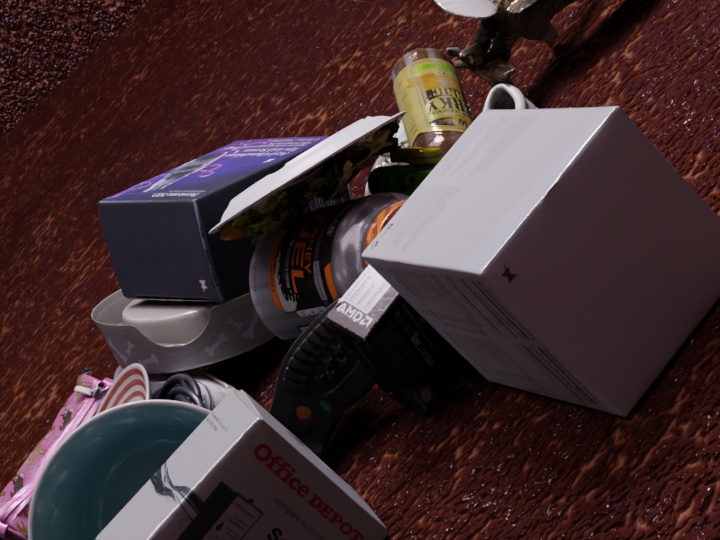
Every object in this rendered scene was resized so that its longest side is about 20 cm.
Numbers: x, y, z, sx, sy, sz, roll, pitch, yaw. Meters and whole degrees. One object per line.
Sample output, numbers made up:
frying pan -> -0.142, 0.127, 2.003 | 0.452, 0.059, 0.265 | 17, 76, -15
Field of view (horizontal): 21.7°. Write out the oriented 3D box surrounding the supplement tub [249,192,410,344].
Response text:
supplement tub -> 0.000, 0.000, 1.619 | 0.200, 0.123, 0.123 | -13, 38, 57

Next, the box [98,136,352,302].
box -> -0.127, -0.051, 1.834 | 0.148, 0.104, 0.200 | 1, 21, 43

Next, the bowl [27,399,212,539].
bowl -> -0.156, 0.198, 1.494 | 0.201, 0.201, 0.105 | -46, 1, 1

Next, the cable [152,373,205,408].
cable -> -0.171, 0.172, 1.675 | 0.200, 0.051, 0.163 | -39, 37, 55

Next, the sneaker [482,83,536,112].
sneaker -> 0.118, -0.088, 1.622 | 0.073, 0.071, 0.200 | -35, 24, 29

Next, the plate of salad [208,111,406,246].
plate of salad -> -0.041, -0.076, 1.622 | 0.200, 0.048, 0.200 | -32, 1, 1

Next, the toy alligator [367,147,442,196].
toy alligator -> 0.049, -0.074, 1.625 | 0.054, 0.059, 0.200 | -6, 7, -20

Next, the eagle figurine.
eagle figurine -> 0.170, -0.260, 1.778 | 0.200, 0.152, 0.151 | -51, 0, 1

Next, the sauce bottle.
sauce bottle -> 0.076, -0.119, 1.719 | 0.065, 0.065, 0.200 | -38, 44, 23

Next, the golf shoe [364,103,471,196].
golf shoe -> 0.046, -0.088, 1.802 | 0.097, 0.078, 0.200 | -52, 5, 45

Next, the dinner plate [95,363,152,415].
dinner plate -> -0.223, 0.182, 1.691 | 0.200, 0.024, 0.200 | -51, 27, 39

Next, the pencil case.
pencil case -> -0.302, 0.197, 1.902 | 0.083, 0.087, 0.200 | 3, 54, 53

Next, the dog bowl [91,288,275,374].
dog bowl -> -0.158, 0.042, 1.837 | 0.200, 0.059, 0.200 | -14, 14, 4

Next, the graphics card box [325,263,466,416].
graphics card box -> 0.071, 0.002, 1.466 | 0.051, 0.125, 0.200 | 28, 74, 37

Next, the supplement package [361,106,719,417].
supplement package -> 0.134, -0.011, 1.328 | 0.152, 0.151, 0.200 | -50, 20, -12

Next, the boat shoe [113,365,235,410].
boat shoe -> -0.177, 0.123, 1.817 | 0.200, 0.066, 0.072 | -5, 86, 59

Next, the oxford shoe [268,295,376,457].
oxford shoe -> -0.032, 0.088, 1.538 | 0.200, 0.073, 0.084 | -57, 4, 22

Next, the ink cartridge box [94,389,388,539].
ink cartridge box -> -0.100, 0.210, 1.381 | 0.200, 0.147, 0.083 | -48, 21, -4
